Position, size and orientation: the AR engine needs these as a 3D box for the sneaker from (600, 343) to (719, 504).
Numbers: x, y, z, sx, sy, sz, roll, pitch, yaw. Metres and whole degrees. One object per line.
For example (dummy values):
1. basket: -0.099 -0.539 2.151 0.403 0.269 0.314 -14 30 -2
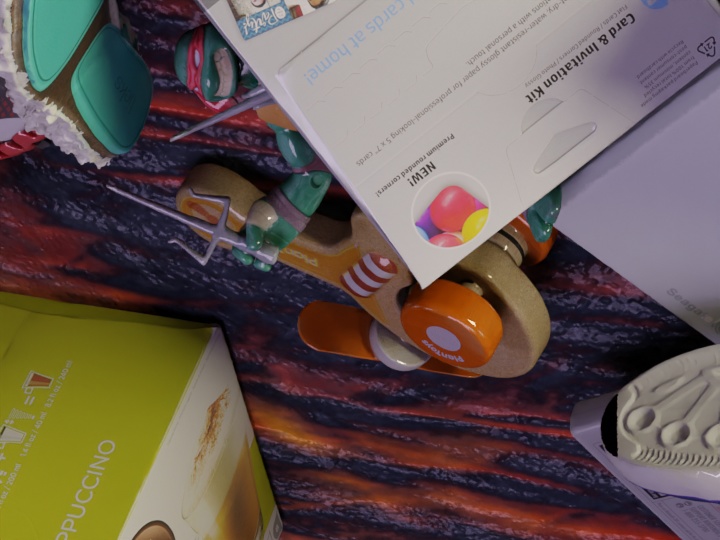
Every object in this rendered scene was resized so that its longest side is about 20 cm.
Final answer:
1. sneaker: 0.219 0.101 0.819 0.198 0.081 0.147 -11 132 19

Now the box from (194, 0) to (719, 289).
1. box: 0.023 -0.117 0.675 0.155 0.041 0.200 -38 112 6

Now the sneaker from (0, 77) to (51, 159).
1. sneaker: -0.191 -0.089 0.856 0.097 0.071 0.200 21 147 -31

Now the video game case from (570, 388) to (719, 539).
1. video game case: 0.232 0.103 0.905 0.181 0.024 0.200 -21 131 36

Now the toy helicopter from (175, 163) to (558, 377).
1. toy helicopter: 0.000 0.000 0.899 0.198 0.079 0.133 22 152 18

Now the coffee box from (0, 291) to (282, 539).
1. coffee box: -0.182 0.152 1.042 0.198 0.201 0.199 8 140 18

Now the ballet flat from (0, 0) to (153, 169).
1. ballet flat: -0.126 -0.094 0.694 0.071 0.072 0.200 17 162 6

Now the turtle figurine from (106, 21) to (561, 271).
1. turtle figurine: -0.009 -0.070 0.782 0.198 0.102 0.150 6 151 0

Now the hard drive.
1. hard drive: 0.184 -0.042 0.780 0.131 0.026 0.200 34 140 -15
